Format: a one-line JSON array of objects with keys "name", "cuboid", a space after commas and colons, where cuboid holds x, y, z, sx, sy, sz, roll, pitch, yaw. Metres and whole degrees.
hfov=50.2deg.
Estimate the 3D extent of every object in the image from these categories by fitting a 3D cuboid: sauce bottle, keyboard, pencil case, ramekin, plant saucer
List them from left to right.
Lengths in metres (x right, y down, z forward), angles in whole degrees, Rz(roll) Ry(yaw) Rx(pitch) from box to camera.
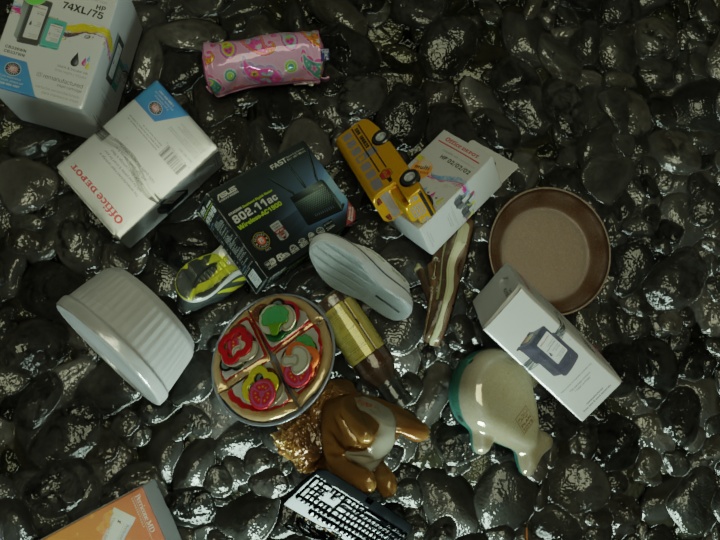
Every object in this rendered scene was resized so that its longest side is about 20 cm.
[{"name": "ramekin", "cuboid": [-0.320, 0.085, 1.073, 0.202, 0.203, 0.094, 41, 67, 3]}, {"name": "pencil case", "cuboid": [-0.148, -0.325, 1.205, 0.195, 0.087, 0.090, -8, 81, -7]}, {"name": "keyboard", "cuboid": [-0.020, 0.341, 1.015, 0.104, 0.040, 0.199, -41, 122, 14]}, {"name": "sauce bottle", "cuboid": [0.007, 0.121, 1.152, 0.064, 0.065, 0.202, -32, 84, -9]}, {"name": "plant saucer", "cuboid": [0.295, -0.028, 1.213, 0.195, 0.037, 0.206, 1, 81, -4]}]

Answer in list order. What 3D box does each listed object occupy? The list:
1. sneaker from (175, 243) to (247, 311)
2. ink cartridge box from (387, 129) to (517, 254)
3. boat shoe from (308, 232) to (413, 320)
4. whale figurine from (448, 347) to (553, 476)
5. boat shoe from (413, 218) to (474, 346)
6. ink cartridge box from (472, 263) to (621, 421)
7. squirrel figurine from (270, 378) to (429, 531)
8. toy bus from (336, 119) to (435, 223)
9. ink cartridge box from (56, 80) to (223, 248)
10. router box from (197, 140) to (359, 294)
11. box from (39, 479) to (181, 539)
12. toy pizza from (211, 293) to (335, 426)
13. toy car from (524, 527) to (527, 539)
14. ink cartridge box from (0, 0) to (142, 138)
[{"name": "sneaker", "cuboid": [-0.197, -0.007, 1.157, 0.198, 0.085, 0.075, -28, 80, -30]}, {"name": "ink cartridge box", "cuboid": [0.133, -0.136, 1.176, 0.200, 0.068, 0.115, -44, 49, -10]}, {"name": "boat shoe", "cuboid": [0.000, 0.000, 1.144, 0.073, 0.068, 0.199, -31, 124, 28]}, {"name": "whale figurine", "cuboid": [0.207, 0.209, 1.148, 0.159, 0.103, 0.201, -46, 110, -25]}, {"name": "boat shoe", "cuboid": [0.117, 0.012, 1.181, 0.073, 0.075, 0.206, 14, 72, 10]}, {"name": "ink cartridge box", "cuboid": [0.263, 0.098, 1.111, 0.199, 0.145, 0.084, 42, 101, -7]}, {"name": "squirrel figurine", "cuboid": [-0.032, 0.268, 1.102, 0.198, 0.140, 0.190, 30, 105, 35]}, {"name": "toy bus", "cuboid": [0.036, -0.143, 1.141, 0.077, 0.065, 0.202, -33, 48, 4]}, {"name": "ink cartridge box", "cuboid": [-0.329, -0.158, 1.162, 0.200, 0.084, 0.145, -43, 86, -10]}, {"name": "router box", "cuboid": [-0.118, -0.083, 1.140, 0.199, 0.062, 0.151, -35, 84, -34]}, {"name": "box", "cuboid": [-0.356, 0.397, 1.063, 0.197, 0.098, 0.126, -27, 83, -8]}, {"name": "toy pizza", "cuboid": [-0.131, 0.123, 1.116, 0.195, 0.032, 0.204, -8, 62, 15]}, {"name": "toy car", "cuboid": [0.254, 0.465, 1.073, 0.180, 0.177, 0.204, -17, 69, 5]}, {"name": "ink cartridge box", "cuboid": [-0.435, -0.326, 1.150, 0.143, 0.146, 0.205, 14, 79, -2]}]
